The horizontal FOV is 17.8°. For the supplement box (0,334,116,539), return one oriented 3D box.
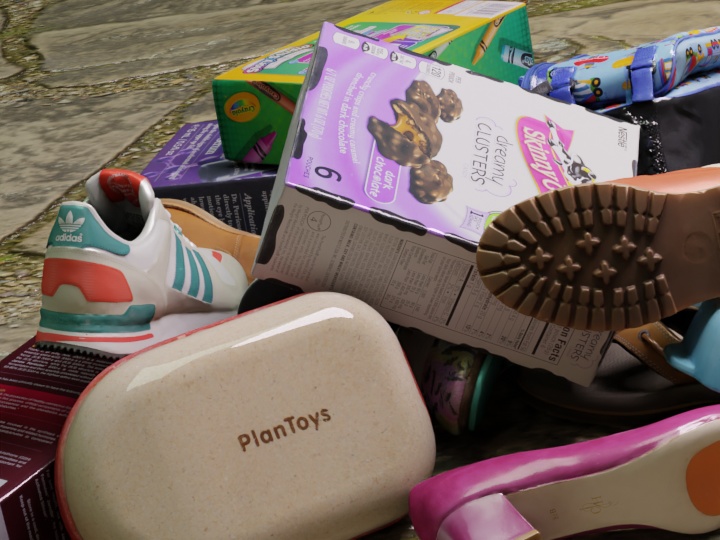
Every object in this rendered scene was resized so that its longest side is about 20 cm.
[{"bbox_3d":[-0.174,0.096,1.263,0.108,0.061,0.200,8,31,34],"label":"supplement box"}]

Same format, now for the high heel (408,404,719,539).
[{"bbox_3d":[0.123,0.100,1.160,0.199,0.068,0.096,-27,32,-10],"label":"high heel"}]

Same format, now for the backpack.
[{"bbox_3d":[0.145,-0.070,1.478,0.199,0.136,0.182,-11,4,31],"label":"backpack"}]

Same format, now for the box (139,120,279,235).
[{"bbox_3d":[-0.039,-0.039,1.552,0.198,0.105,0.148,-6,20,13],"label":"box"}]

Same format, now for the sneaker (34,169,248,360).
[{"bbox_3d":[-0.114,-0.011,1.265,0.070,0.094,0.200,6,10,21],"label":"sneaker"}]

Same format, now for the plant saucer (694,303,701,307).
[{"bbox_3d":[0.255,-0.006,1.446,0.198,0.019,0.070,-11,20,-4],"label":"plant saucer"}]

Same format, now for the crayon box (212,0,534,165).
[{"bbox_3d":[0.011,-0.126,1.524,0.118,0.059,0.199,7,25,39],"label":"crayon box"}]

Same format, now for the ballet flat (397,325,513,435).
[{"bbox_3d":[0.063,0.038,1.336,0.071,0.070,0.200,22,26,13],"label":"ballet flat"}]

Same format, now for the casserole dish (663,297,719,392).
[{"bbox_3d":[0.257,0.043,1.182,0.198,0.039,0.121,8,13,-1],"label":"casserole dish"}]

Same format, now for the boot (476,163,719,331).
[{"bbox_3d":[0.153,-0.017,1.202,0.198,0.076,0.107,-6,10,-6],"label":"boot"}]

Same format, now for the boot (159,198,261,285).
[{"bbox_3d":[-0.114,0.022,1.423,0.198,0.077,0.155,3,26,13],"label":"boot"}]

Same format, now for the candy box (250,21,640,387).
[{"bbox_3d":[0.053,-0.040,1.288,0.198,0.072,0.168,18,37,-5],"label":"candy box"}]

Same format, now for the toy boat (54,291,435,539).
[{"bbox_3d":[-0.067,0.098,1.217,0.199,0.131,0.131,-18,-9,-23],"label":"toy boat"}]

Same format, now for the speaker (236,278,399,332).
[{"bbox_3d":[0.000,0.000,1.358,0.081,0.082,0.200,-1,21,23],"label":"speaker"}]

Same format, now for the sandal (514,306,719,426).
[{"bbox_3d":[0.183,0.048,1.279,0.198,0.055,0.082,1,23,28],"label":"sandal"}]
